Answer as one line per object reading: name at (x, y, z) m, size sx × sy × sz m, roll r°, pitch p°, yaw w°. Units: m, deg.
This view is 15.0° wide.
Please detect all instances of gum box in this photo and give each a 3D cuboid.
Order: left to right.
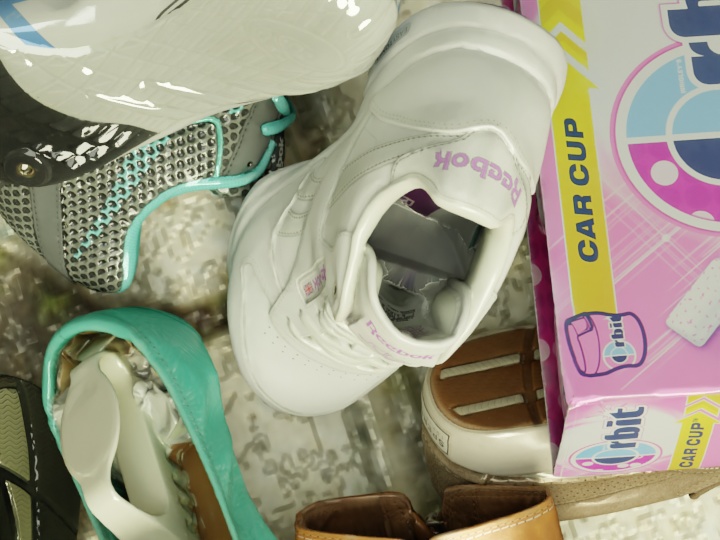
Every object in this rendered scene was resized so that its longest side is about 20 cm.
gum box at (0.112, -0.038, 0.924) m, size 0.113 × 0.066 × 0.201 m, roll -4°, pitch 64°, yaw -2°

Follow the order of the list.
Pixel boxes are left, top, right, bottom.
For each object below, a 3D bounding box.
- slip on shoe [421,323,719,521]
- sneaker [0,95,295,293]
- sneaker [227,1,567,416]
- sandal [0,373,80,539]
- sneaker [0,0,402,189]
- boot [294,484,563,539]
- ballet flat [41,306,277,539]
slip on shoe at (0.120, 0.048, 0.964) m, size 0.199 × 0.076 × 0.061 m, roll -12°, pitch 130°, yaw -9°
sneaker at (-0.048, -0.070, 0.955) m, size 0.200 × 0.078 × 0.091 m, roll -39°, pitch 95°, yaw 8°
sneaker at (0.000, 0.000, 0.896) m, size 0.074 × 0.200 × 0.100 m, roll 20°, pitch 50°, yaw -11°
sandal at (-0.142, 0.137, 0.956) m, size 0.057 × 0.080 × 0.202 m, roll 1°, pitch 79°, yaw 42°
sneaker at (-0.079, -0.079, 0.892) m, size 0.199 × 0.073 × 0.072 m, roll -12°, pitch 127°, yaw 15°
boot at (0.072, 0.145, 0.940) m, size 0.198 × 0.077 × 0.156 m, roll -3°, pitch 106°, yaw 10°
ballet flat at (-0.063, 0.097, 0.912) m, size 0.067 × 0.070 × 0.201 m, roll -40°, pitch 57°, yaw 27°
